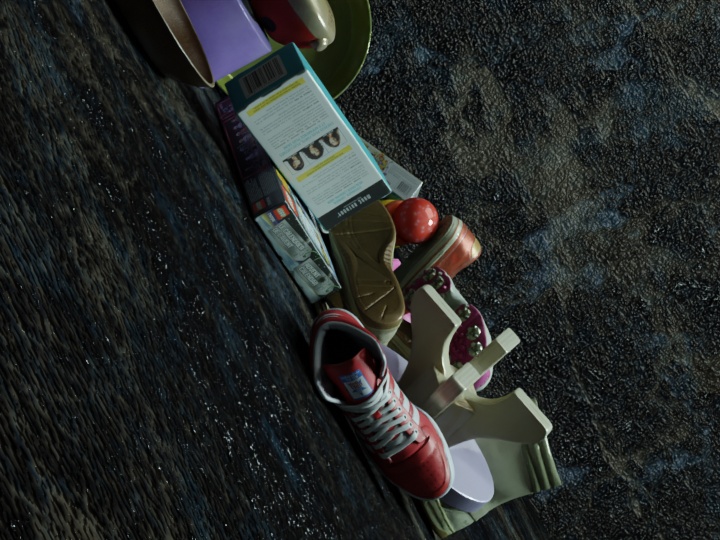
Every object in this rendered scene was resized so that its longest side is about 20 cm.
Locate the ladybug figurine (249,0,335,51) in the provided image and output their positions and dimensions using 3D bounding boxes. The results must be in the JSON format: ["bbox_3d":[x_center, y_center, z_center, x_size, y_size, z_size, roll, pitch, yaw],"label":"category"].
[{"bbox_3d":[-0.090,-0.312,1.630,0.201,0.072,0.136,64,5,21],"label":"ladybug figurine"}]

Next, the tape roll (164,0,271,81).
[{"bbox_3d":[-0.173,-0.293,1.571,0.201,0.085,0.200,61,5,-10],"label":"tape roll"}]

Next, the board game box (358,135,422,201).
[{"bbox_3d":[-0.020,-0.134,1.928,0.199,0.034,0.135,37,-17,5],"label":"board game box"}]

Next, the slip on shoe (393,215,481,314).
[{"bbox_3d":[0.068,0.020,1.837,0.061,0.200,0.074,35,26,-16],"label":"slip on shoe"}]

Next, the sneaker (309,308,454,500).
[{"bbox_3d":[0.016,0.123,1.370,0.201,0.071,0.112,55,0,2],"label":"sneaker"}]

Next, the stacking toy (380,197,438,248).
[{"bbox_3d":[0.026,-0.057,1.859,0.200,0.085,0.086,-9,-67,59],"label":"stacking toy"}]

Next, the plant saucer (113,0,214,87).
[{"bbox_3d":[-0.193,-0.245,1.374,0.201,0.036,0.200,62,4,-8],"label":"plant saucer"}]

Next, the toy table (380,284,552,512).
[{"bbox_3d":[0.088,0.121,1.501,0.200,0.117,0.184,44,25,-4],"label":"toy table"}]

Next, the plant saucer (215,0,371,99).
[{"bbox_3d":[-0.087,-0.275,1.731,0.201,0.199,0.031,62,-4,-10],"label":"plant saucer"}]

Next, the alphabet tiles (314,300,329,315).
[{"bbox_3d":[-0.003,0.118,1.592,0.167,0.006,0.200,60,6,-27],"label":"alphabet tiles"}]

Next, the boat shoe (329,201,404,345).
[{"bbox_3d":[0.000,0.000,1.632,0.065,0.071,0.201,107,-17,-44],"label":"boat shoe"}]

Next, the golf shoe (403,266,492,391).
[{"bbox_3d":[0.115,0.076,1.725,0.092,0.075,0.200,45,13,-34],"label":"golf shoe"}]

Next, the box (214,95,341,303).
[{"bbox_3d":[-0.086,-0.079,1.588,0.137,0.040,0.201,57,7,-43],"label":"box"}]

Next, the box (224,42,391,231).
[{"bbox_3d":[-0.050,-0.130,1.534,0.200,0.082,0.049,53,9,-47],"label":"box"}]

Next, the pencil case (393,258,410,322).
[{"bbox_3d":[0.053,0.078,1.960,0.093,0.090,0.201,-26,91,-50],"label":"pencil case"}]

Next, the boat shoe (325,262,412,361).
[{"bbox_3d":[0.014,0.071,1.718,0.200,0.064,0.071,43,19,-24],"label":"boat shoe"}]

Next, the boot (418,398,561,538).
[{"bbox_3d":[0.110,0.160,1.613,0.072,0.154,0.201,-25,92,-87],"label":"boot"}]

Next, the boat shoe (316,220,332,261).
[{"bbox_3d":[-0.042,-0.077,1.807,0.068,0.073,0.201,-37,130,-53],"label":"boat shoe"}]
